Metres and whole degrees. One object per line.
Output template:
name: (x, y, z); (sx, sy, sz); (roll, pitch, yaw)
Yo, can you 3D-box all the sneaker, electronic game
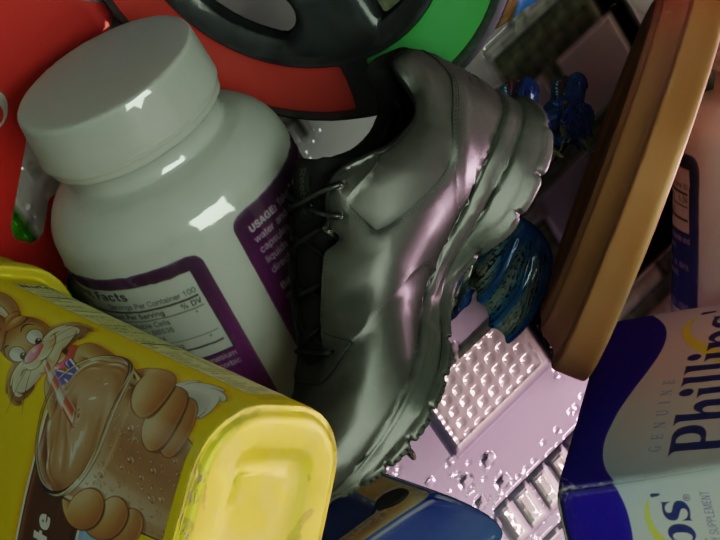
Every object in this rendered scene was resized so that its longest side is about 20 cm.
sneaker: (0.000, 0.000, 0.991); (0.091, 0.076, 0.200); (32, 72, -26)
electronic game: (-0.031, -0.149, 1.003); (0.200, 0.200, 0.042); (62, 31, -26)

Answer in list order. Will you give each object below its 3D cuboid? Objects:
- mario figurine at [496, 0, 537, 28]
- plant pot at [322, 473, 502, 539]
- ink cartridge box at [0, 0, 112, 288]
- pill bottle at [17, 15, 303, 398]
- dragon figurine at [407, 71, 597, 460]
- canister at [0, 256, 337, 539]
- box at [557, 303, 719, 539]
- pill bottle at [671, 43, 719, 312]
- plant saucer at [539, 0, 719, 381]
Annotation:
mario figurine: (0.106, -0.184, 1.085); (0.200, 0.123, 0.106); (-27, 158, -30)
plant pot: (-0.020, 0.197, 1.079); (0.200, 0.200, 0.180); (-33, 110, -21)
ink cartridge box: (-0.196, -0.045, 0.997); (0.200, 0.050, 0.161); (6, 99, -30)
pill bottle: (-0.064, -0.006, 1.045); (0.112, 0.112, 0.200); (-39, 120, -18)
dragon figurine: (0.048, -0.003, 1.124); (0.059, 0.099, 0.200); (14, 94, -33)
canister: (-0.111, 0.089, 0.965); (0.087, 0.200, 0.149); (5, 102, -46)
box: (0.203, 0.088, 1.080); (0.200, 0.184, 0.105); (-11, 109, 17)
pill bottle: (0.215, -0.035, 1.206); (0.120, 0.120, 0.200); (-9, 107, -29)
plant saucer: (0.124, -0.047, 1.121); (0.032, 0.200, 0.200); (19, 92, 1)
